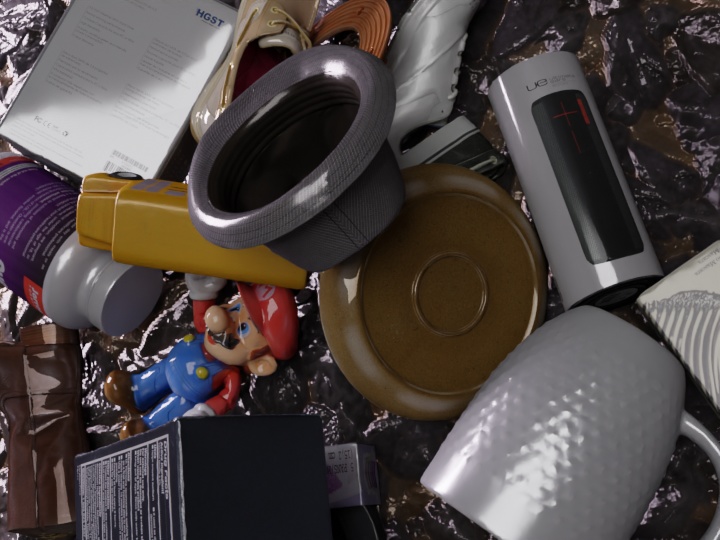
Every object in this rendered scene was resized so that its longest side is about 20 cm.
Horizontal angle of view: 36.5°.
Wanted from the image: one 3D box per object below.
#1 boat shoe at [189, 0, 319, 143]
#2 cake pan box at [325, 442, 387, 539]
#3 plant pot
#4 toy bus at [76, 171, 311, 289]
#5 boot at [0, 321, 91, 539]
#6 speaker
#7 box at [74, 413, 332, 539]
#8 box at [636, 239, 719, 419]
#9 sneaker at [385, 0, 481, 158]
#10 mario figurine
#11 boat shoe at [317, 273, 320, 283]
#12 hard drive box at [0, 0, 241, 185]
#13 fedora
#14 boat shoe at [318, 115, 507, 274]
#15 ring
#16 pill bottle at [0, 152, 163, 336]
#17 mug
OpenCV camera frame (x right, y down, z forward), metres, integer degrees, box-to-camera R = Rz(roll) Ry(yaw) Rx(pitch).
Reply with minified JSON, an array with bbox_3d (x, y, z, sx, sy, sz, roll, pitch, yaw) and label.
[{"bbox_3d":[-0.075,-0.190,0.945,0.069,0.074,0.201,12,77,55],"label":"boat shoe"},{"bbox_3d":[-0.069,0.245,0.901,0.199,0.052,0.185,-9,77,19],"label":"cake pan box"},{"bbox_3d":[0.065,0.018,0.841,0.199,0.027,0.201,-1,93,-22],"label":"plant pot"},{"bbox_3d":[-0.136,-0.034,0.899,0.199,0.078,0.066,8,104,2],"label":"toy bus"},{"bbox_3d":[-0.330,0.161,1.015,0.185,0.064,0.201,-14,78,19],"label":"boot"},{"bbox_3d":[0.168,-0.070,0.865,0.081,0.081,0.201,-21,71,15],"label":"speaker"},{"bbox_3d":[-0.115,0.218,0.786,0.198,0.123,0.201,-25,66,53],"label":"box"},{"bbox_3d":[0.291,0.083,0.791,0.082,0.068,0.200,-37,68,8],"label":"box"},{"bbox_3d":[0.055,-0.172,0.945,0.087,0.075,0.200,36,94,4],"label":"sneaker"},{"bbox_3d":[-0.141,0.069,0.932,0.200,0.106,0.124,-38,94,15],"label":"mario figurine"},{"bbox_3d":[0.000,0.000,0.926,0.065,0.071,0.201,-50,55,46],"label":"boat shoe"},{"bbox_3d":[-0.208,-0.168,0.997,0.155,0.077,0.201,28,83,7],"label":"hard drive box"},{"bbox_3d":[-0.034,-0.069,0.787,0.177,0.090,0.200,-42,32,-1],"label":"fedora"},{"bbox_3d":[0.042,-0.052,0.876,0.064,0.071,0.200,44,63,11],"label":"boat shoe"},{"bbox_3d":[-0.041,-0.152,0.939,0.200,0.019,0.201,-35,34,28],"label":"ring"},{"bbox_3d":[-0.280,-0.021,1.003,0.199,0.112,0.113,31,90,24],"label":"pill bottle"},{"bbox_3d":[0.172,0.135,0.786,0.199,0.148,0.176,33,84,17],"label":"mug"}]
